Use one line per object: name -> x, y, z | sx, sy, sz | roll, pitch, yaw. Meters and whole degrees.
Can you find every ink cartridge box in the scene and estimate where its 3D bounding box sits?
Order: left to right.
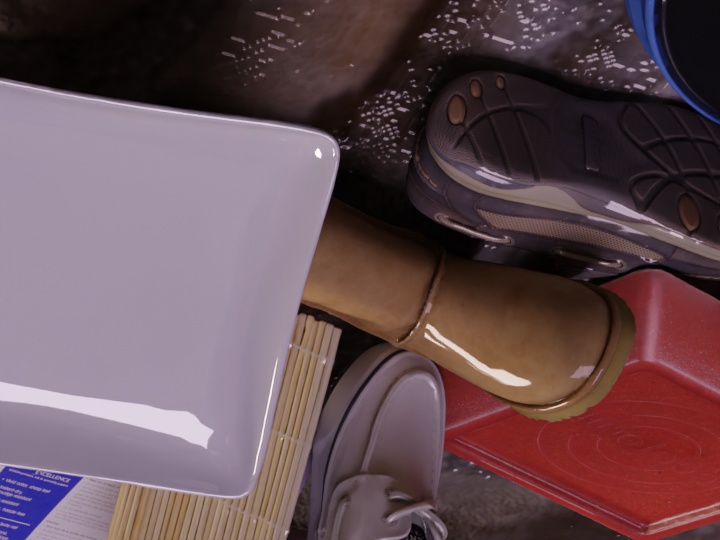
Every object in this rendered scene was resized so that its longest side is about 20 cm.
ink cartridge box -> -0.169, 0.127, 1.439 | 0.094, 0.037, 0.200 | 20, 131, -34

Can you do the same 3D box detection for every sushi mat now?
sushi mat -> -0.073, 0.107, 1.356 | 0.095, 0.201, 0.012 | 18, -172, 25

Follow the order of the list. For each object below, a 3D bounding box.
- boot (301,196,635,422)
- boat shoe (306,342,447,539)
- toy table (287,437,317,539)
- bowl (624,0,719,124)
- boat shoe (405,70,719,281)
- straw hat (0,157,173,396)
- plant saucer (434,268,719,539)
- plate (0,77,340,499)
boot -> 0.000, 0.000, 1.289 | 0.199, 0.066, 0.175 | 25, 171, -32
boat shoe -> 0.009, 0.130, 1.361 | 0.072, 0.201, 0.066 | 31, 160, -33
toy table -> -0.057, 0.168, 1.449 | 0.117, 0.184, 0.200 | 37, 125, -21
bowl -> 0.214, -0.132, 1.250 | 0.199, 0.040, 0.201 | -4, 138, -4
boat shoe -> 0.111, -0.035, 1.328 | 0.199, 0.075, 0.073 | 18, 145, -19
straw hat -> -0.178, -0.022, 1.278 | 0.200, 0.085, 0.202 | -2, 126, -3
plant saucer -> 0.141, 0.077, 1.422 | 0.199, 0.037, 0.200 | 27, 148, -32
plate -> -0.124, 0.001, 1.225 | 0.198, 0.032, 0.201 | 9, 125, -9
